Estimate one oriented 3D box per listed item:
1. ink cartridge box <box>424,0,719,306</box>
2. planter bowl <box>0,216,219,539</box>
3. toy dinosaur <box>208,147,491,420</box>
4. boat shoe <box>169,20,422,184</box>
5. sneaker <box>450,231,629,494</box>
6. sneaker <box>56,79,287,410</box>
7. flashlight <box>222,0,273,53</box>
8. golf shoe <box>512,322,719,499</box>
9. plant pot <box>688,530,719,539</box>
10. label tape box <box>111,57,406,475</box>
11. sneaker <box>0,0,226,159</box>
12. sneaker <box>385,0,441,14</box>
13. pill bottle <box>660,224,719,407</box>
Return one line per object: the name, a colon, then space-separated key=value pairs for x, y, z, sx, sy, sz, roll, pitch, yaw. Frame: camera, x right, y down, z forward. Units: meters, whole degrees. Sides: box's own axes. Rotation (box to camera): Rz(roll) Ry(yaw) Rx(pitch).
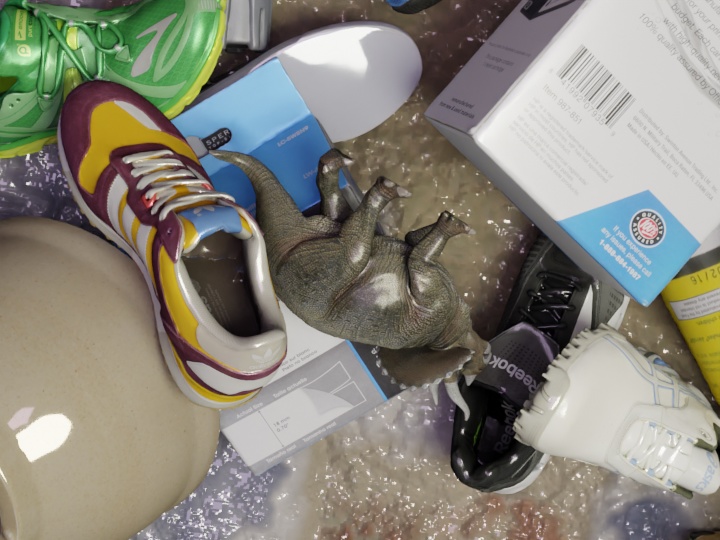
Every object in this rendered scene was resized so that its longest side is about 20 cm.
ink cartridge box: x=0.158 y=-0.107 z=0.852 sx=0.145 sy=0.084 sz=0.200 roll=42 pitch=89 yaw=-22
planter bowl: x=-0.199 y=0.087 z=0.882 sx=0.200 sy=0.135 sz=0.201 roll=14 pitch=122 yaw=24
toy dinosaur: x=0.000 y=0.000 z=0.849 sx=0.200 sy=0.077 sz=0.102 roll=28 pitch=95 yaw=-12
boat shoe: x=-0.060 y=-0.099 z=0.945 sx=0.199 sy=0.057 sz=0.069 roll=-24 pitch=114 yaw=3
sneaker: x=0.105 y=0.048 z=0.932 sx=0.066 sy=0.090 sz=0.201 roll=26 pitch=101 yaw=17
sneaker: x=-0.094 y=-0.029 z=0.834 sx=0.075 sy=0.090 sz=0.200 roll=-24 pitch=77 yaw=-29
flashlight: x=-0.072 y=-0.230 z=0.931 sx=0.068 sy=0.068 sz=0.201 roll=1 pitch=94 yaw=-2
golf shoe: x=0.162 y=0.087 z=0.889 sx=0.097 sy=0.200 sz=0.078 roll=37 pitch=105 yaw=30
plant pot: x=0.280 y=0.243 z=0.912 sx=0.199 sy=0.199 sz=0.182 roll=-6 pitch=89 yaw=2
label tape box: x=-0.055 y=0.001 z=0.922 sx=0.144 sy=0.063 sz=0.200 roll=-30 pitch=114 yaw=5
sneaker: x=-0.167 y=-0.118 z=0.906 sx=0.199 sy=0.084 sz=0.074 roll=-18 pitch=63 yaw=20
sneaker: x=0.021 y=-0.252 z=0.936 sx=0.090 sy=0.078 sz=0.201 roll=0 pitch=92 yaw=19
pill bottle: x=0.256 y=0.046 z=0.930 sx=0.111 sy=0.111 sz=0.200 roll=-28 pitch=94 yaw=3
